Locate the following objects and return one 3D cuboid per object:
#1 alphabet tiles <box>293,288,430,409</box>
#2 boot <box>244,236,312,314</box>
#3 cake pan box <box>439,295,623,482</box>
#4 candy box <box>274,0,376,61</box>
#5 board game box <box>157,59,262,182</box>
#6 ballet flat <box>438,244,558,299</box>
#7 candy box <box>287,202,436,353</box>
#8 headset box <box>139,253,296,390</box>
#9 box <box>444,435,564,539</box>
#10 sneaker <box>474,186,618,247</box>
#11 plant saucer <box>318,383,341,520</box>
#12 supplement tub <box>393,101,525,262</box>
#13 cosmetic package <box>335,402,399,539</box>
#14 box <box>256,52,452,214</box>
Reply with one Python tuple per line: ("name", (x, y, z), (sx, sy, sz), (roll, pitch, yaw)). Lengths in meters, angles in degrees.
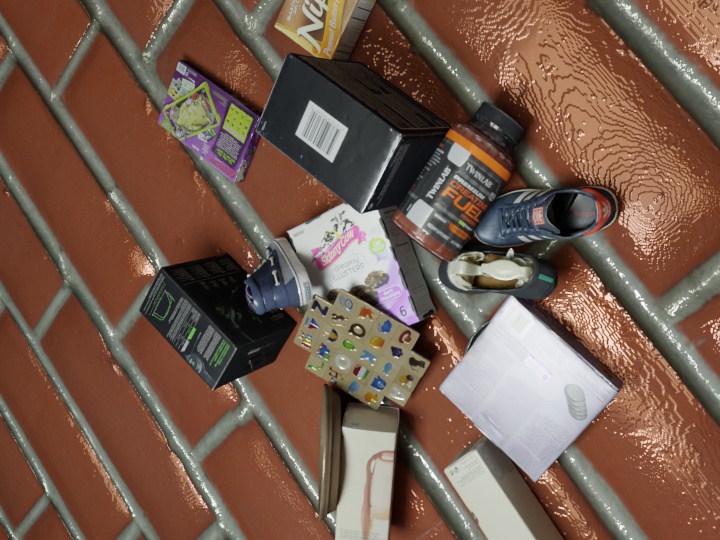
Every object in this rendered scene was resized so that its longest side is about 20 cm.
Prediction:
("alphabet tiles", (-0.001, 0.121, 1.107), (0.197, 0.006, 0.169), (29, 124, 4))
("boot", (-0.140, 0.005, 1.134), (0.200, 0.088, 0.075), (-138, 36, -66))
("cake pan box", (0.229, 0.158, 1.033), (0.199, 0.052, 0.186), (41, 113, 17))
("candy box", (-0.033, -0.417, 1.081), (0.115, 0.055, 0.203), (38, 115, 19))
("board game box", (-0.253, -0.253, 1.250), (0.198, 0.032, 0.122), (37, 110, 20))
("ballet flat", (0.170, -0.002, 1.002), (0.197, 0.072, 0.075), (7, 103, 45))
("candy box", (0.000, 0.000, 1.122), (0.165, 0.071, 0.205), (-22, 88, 31))
("headset box", (-0.224, 0.081, 1.206), (0.199, 0.173, 0.094), (42, 115, 15))
("box", (0.210, 0.342, 1.057), (0.068, 0.082, 0.202), (-39, 78, 28))
("sneaker", (0.232, -0.072, 0.972), (0.196, 0.084, 0.077), (-11, 93, 31))
("plant saucer", (-0.049, 0.279, 1.146), (0.029, 0.200, 0.206), (3, 102, -5))
("supplement tub", (0.136, -0.121, 0.994), (0.106, 0.107, 0.202), (37, 100, 18))
("cosmetic package", (0.011, 0.321, 1.144), (0.085, 0.103, 0.206), (4, 103, 6))
("box", (0.000, -0.189, 1.018), (0.199, 0.197, 0.125), (39, 117, 18))
